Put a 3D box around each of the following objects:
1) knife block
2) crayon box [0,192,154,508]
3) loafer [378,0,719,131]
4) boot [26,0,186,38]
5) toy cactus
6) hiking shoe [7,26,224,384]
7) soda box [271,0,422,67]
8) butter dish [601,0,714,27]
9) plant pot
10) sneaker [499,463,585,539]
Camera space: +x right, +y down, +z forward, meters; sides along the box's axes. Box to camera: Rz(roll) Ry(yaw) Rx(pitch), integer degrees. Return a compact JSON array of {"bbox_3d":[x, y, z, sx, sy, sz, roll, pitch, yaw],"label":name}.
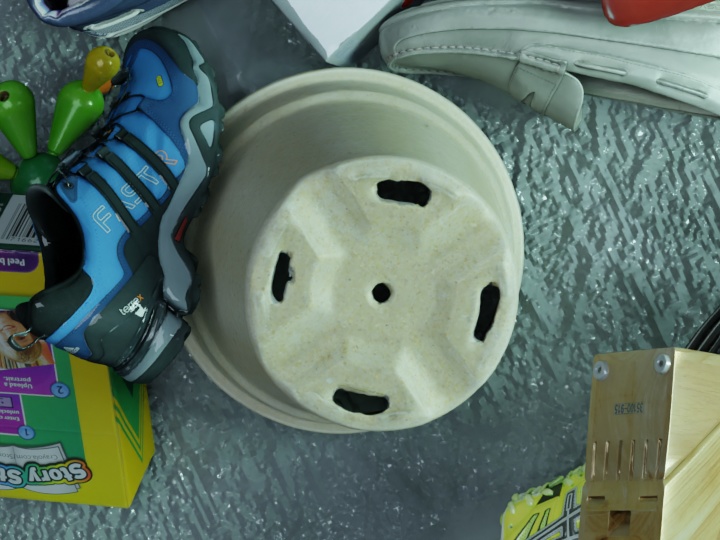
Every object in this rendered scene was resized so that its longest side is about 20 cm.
[{"bbox_3d":[0.199,0.100,1.293,0.175,0.064,0.201,12,78,-33],"label":"knife block"},{"bbox_3d":[-0.222,0.041,1.393,0.199,0.058,0.173,4,126,11],"label":"crayon box"},{"bbox_3d":[0.108,-0.110,1.355,0.199,0.070,0.070,1,84,11],"label":"loafer"},{"bbox_3d":[-0.087,-0.189,1.378,0.200,0.090,0.073,-35,88,13],"label":"boot"},{"bbox_3d":[-0.172,-0.030,1.416,0.199,0.102,0.166,-18,107,9],"label":"toy cactus"},{"bbox_3d":[-0.123,-0.045,1.285,0.086,0.074,0.201,18,56,-25],"label":"hiking shoe"},{"bbox_3d":[0.038,-0.200,1.369,0.200,0.063,0.068,-42,83,10],"label":"soda box"},{"bbox_3d":[0.187,-0.251,1.289,0.199,0.200,0.148,-20,50,-12],"label":"butter dish"},{"bbox_3d":[0.000,0.000,1.296,0.200,0.183,0.201,-1,97,-6],"label":"plant pot"},{"bbox_3d":[0.118,0.134,1.358,0.076,0.075,0.200,35,97,7],"label":"sneaker"}]
